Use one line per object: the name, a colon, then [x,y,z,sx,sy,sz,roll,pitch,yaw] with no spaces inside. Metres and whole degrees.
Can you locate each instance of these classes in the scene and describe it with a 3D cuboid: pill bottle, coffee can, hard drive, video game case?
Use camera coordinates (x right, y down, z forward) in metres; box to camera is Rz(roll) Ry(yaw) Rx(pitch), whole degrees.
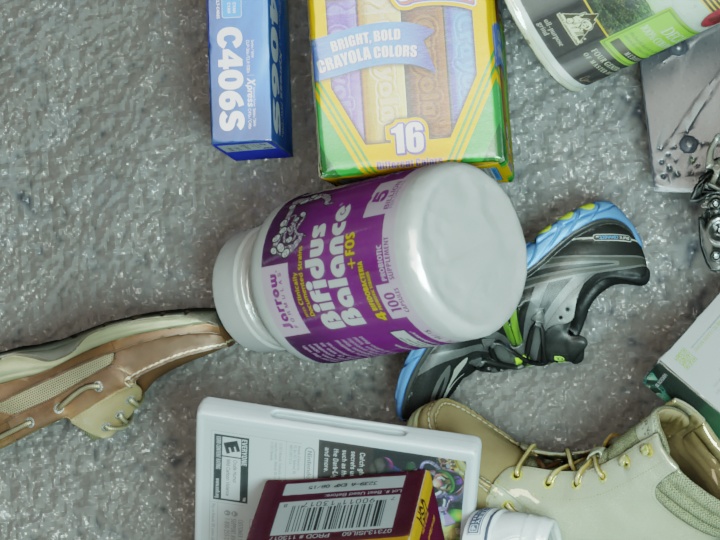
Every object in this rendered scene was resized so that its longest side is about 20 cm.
pill bottle: [0.000,0.000,1.704,0.199,0.112,0.113,-12,83,44]
coffee can: [0.193,-0.219,1.671,0.199,0.146,0.147,-24,83,21]
hard drive: [0.285,-0.121,1.749,0.199,0.042,0.136,-7,85,7]
video game case: [-0.018,0.180,1.722,0.181,0.023,0.201,8,122,8]

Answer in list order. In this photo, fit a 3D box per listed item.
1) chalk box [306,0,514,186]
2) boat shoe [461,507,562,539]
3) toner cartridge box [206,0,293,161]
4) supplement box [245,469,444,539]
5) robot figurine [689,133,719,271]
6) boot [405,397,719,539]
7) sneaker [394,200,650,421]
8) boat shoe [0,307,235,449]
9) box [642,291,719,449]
chalk box: [0.033,-0.158,1.743,0.123,0.124,0.201,-3,87,7]
boat shoe: [0.115,0.242,1.691,0.065,0.074,0.201,-1,122,28]
toner cartridge box: [-0.074,-0.178,1.772,0.043,0.095,0.201,-2,86,6]
supplement box: [0.003,0.233,1.684,0.110,0.086,0.201,-4,119,14]
robot figurine: [0.292,-0.073,1.693,0.144,0.058,0.201,15,87,8]
boot: [0.140,0.124,1.689,0.200,0.072,0.155,40,131,-4]
sneaker: [0.104,0.038,1.745,0.199,0.071,0.083,-38,82,3]
boat shoe: [-0.177,0.075,1.783,0.199,0.076,0.074,-15,89,14]
box: [0.298,0.086,1.702,0.200,0.036,0.144,41,59,9]
